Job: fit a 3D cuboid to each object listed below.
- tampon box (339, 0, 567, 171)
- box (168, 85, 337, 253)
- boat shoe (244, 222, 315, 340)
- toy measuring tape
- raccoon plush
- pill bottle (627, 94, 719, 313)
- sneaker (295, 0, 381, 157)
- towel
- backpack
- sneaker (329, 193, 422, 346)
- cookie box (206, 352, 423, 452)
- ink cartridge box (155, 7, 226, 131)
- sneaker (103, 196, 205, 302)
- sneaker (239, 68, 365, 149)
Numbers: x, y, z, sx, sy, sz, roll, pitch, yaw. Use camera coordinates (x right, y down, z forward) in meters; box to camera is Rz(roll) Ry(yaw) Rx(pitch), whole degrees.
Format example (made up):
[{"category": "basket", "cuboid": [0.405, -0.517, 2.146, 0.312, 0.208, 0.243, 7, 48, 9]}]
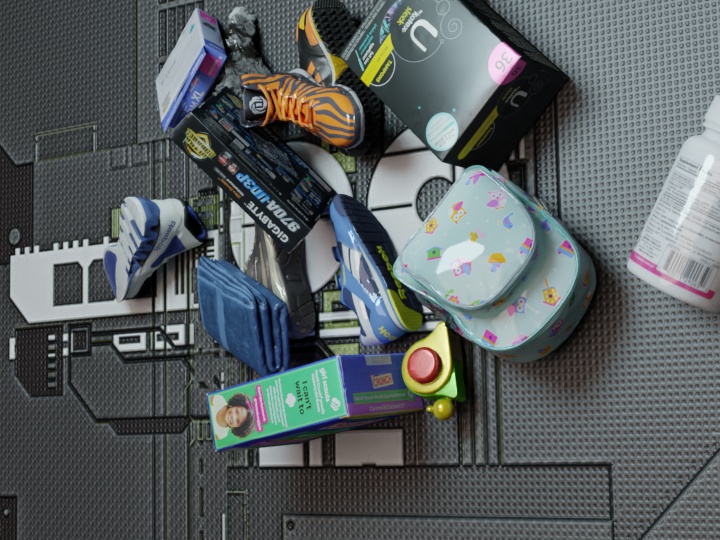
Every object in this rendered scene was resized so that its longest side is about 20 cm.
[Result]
[{"category": "tampon box", "cuboid": [0.106, -0.235, 1.655, 0.200, 0.126, 0.150, 47, 111, 28]}, {"category": "box", "cuboid": [-0.126, -0.126, 1.736, 0.200, 0.159, 0.046, 44, 111, -6]}, {"category": "boat shoe", "cuboid": [-0.115, -0.007, 1.816, 0.073, 0.074, 0.202, -18, 74, 31]}, {"category": "toy measuring tape", "cuboid": [0.079, 0.079, 1.682, 0.073, 0.073, 0.202, -19, 66, 31]}, {"category": "raccoon plush", "cuboid": [-0.172, -0.230, 1.895, 0.134, 0.096, 0.202, -38, 35, 40]}, {"category": "pill bottle", "cuboid": [0.364, -0.069, 1.470, 0.113, 0.113, 0.202, 31, 102, 32]}, {"category": "sneaker", "cuboid": [-0.033, -0.234, 1.799, 0.090, 0.069, 0.202, -23, 80, 61]}, {"category": "towel", "cuboid": [-0.152, 0.060, 1.795, 0.200, 0.048, 0.113, 29, 127, 56]}, {"category": "backpack", "cuboid": [0.153, -0.002, 1.583, 0.200, 0.153, 0.176, 40, 89, 21]}, {"category": "sneaker", "cuboid": [0.000, 0.000, 1.738, 0.082, 0.074, 0.202, -36, 64, 30]}, {"category": "cookie box", "cuboid": [-0.053, 0.156, 1.699, 0.198, 0.170, 0.076, -19, 77, 31]}, {"category": "ink cartridge box", "cuboid": [-0.222, -0.258, 1.869, 0.120, 0.042, 0.200, -58, 20, 17]}, {"category": "sneaker", "cuboid": [-0.270, -0.033, 1.923, 0.081, 0.114, 0.200, 64, 147, 23]}, {"category": "sneaker", "cuboid": [-0.082, -0.188, 1.713, 0.199, 0.111, 0.079, 29, 122, 53]}]
